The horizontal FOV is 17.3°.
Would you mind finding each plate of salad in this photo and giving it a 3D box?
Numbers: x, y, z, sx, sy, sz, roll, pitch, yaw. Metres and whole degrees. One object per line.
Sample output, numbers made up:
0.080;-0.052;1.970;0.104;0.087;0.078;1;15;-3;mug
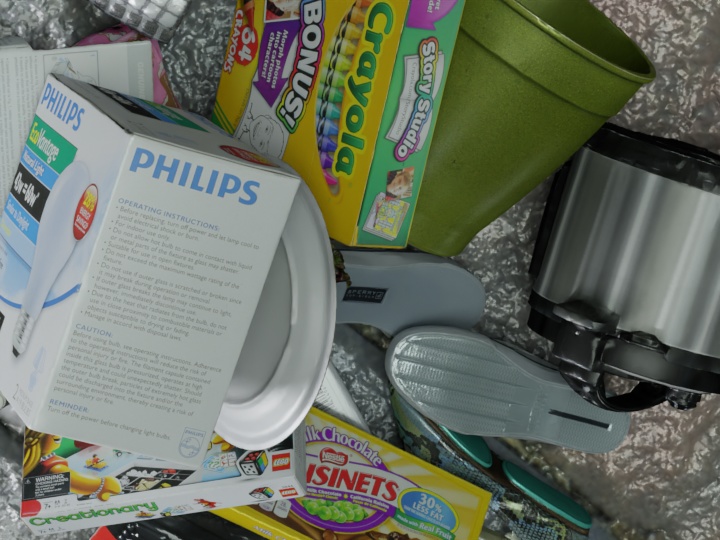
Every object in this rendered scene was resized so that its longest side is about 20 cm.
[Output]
-0.066;0.021;1.598;0.048;0.200;0.200;2;102;-35;plate of salad

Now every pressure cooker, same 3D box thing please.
0.213;0.007;1.710;0.176;0.179;0.200;14;98;-13;pressure cooker

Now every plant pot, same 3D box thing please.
0.072;-0.121;1.673;0.200;0.200;0.193;32;108;-12;plant pot

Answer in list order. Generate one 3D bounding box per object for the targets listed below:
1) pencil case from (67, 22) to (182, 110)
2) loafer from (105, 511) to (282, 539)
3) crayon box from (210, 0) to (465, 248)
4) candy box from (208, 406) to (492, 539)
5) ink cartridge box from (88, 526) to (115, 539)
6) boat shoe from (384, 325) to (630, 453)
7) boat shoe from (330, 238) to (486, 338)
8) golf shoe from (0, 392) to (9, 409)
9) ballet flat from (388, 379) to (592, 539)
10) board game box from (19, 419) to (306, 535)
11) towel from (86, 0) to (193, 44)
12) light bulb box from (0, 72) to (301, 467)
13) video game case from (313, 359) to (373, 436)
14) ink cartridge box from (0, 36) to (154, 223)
-0.153;-0.080;1.694;0.087;0.083;0.200;-36;106;-35;pencil case
-0.091;0.199;1.704;0.200;0.068;0.070;26;60;-10;loafer
-0.020;-0.134;1.606;0.058;0.173;0.200;3;105;-41;crayon box
-0.008;0.165;1.701;0.200;0.026;0.102;26;59;-13;candy box
-0.075;0.194;1.778;0.200;0.045;0.176;35;94;-12;ink cartridge box
0.102;0.090;1.760;0.200;0.067;0.074;23;94;-20;boat shoe
-0.002;0.004;1.734;0.202;0.086;0.075;4;118;-38;boat shoe
-0.303;0.014;1.701;0.092;0.073;0.200;-26;113;-7;golf shoe
0.084;0.160;1.782;0.200;0.074;0.074;39;94;-11;ballet flat
-0.139;0.112;1.666;0.200;0.126;0.035;-10;146;10;board game box
-0.152;-0.278;1.632;0.166;0.086;0.200;31;74;-5;towel
-0.156;-0.005;1.556;0.125;0.198;0.200;15;99;-26;light bulb box
-0.075;0.156;1.738;0.182;0.022;0.200;-29;103;-3;video game case
-0.230;-0.062;1.644;0.173;0.044;0.200;-7;107;-20;ink cartridge box
